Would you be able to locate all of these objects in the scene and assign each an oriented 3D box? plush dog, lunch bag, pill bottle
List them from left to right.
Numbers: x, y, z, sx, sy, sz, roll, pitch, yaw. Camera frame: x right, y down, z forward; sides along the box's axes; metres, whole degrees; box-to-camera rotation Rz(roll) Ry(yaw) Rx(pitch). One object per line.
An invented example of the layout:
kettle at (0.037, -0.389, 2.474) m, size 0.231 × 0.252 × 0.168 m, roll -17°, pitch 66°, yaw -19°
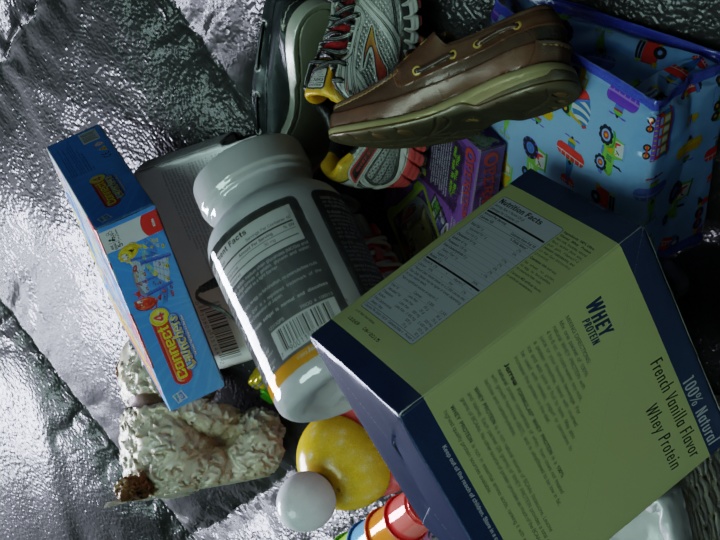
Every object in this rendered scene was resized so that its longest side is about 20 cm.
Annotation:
plush dog at (-0.192, 0.135, 1.477) m, size 0.199 × 0.160 × 0.173 m, roll -19°, pitch 77°, yaw 43°
pill bottle at (-0.048, 0.004, 1.135) m, size 0.117 × 0.116 × 0.201 m, roll -51°, pitch 57°, yaw 45°
lunch bag at (0.151, -0.106, 1.076) m, size 0.199 × 0.094 × 0.152 m, roll 31°, pitch 135°, yaw 35°

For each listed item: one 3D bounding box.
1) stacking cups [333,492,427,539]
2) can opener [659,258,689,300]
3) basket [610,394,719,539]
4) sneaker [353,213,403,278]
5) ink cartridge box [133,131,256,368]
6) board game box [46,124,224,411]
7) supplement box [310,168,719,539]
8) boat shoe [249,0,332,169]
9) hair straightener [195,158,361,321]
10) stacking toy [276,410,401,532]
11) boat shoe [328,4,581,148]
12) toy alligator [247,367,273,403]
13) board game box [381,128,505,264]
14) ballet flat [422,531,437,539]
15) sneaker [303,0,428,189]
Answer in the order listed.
stacking cups at (0.015, 0.256, 1.403) m, size 0.061 × 0.060 × 0.200 m, roll 47°, pitch 145°, yaw 5°
can opener at (0.171, 0.046, 1.170) m, size 0.067 × 0.053 × 0.200 m, roll 53°, pitch 136°, yaw -1°
basket at (0.202, 0.208, 1.170) m, size 0.197 × 0.161 × 0.201 m, roll 1°, pitch 118°, yaw 39°
sneaker at (0.000, 0.000, 1.225) m, size 0.200 × 0.073 × 0.088 m, roll 19°, pitch 107°, yaw 54°
ink cartridge box at (-0.087, -0.027, 1.343) m, size 0.175 × 0.045 × 0.201 m, roll -16°, pitch 108°, yaw 17°
board game box at (-0.206, -0.006, 1.355) m, size 0.200 × 0.056 × 0.197 m, roll 47°, pitch 158°, yaw 56°
supplement box at (0.111, 0.079, 1.016) m, size 0.134 × 0.199 × 0.201 m, roll 37°, pitch 161°, yaw 56°
boat shoe at (-0.061, -0.144, 1.227) m, size 0.066 × 0.074 × 0.200 m, roll 37°, pitch 144°, yaw 31°
hair straightener at (-0.073, -0.013, 1.248) m, size 0.199 × 0.041 × 0.077 m, roll -34°, pitch 48°, yaw 33°
stacking toy at (-0.010, 0.156, 1.282) m, size 0.145 × 0.200 × 0.147 m, roll 20°, pitch 128°, yaw 29°
boat shoe at (0.062, -0.132, 1.047) m, size 0.199 × 0.072 × 0.068 m, roll -13°, pitch 77°, yaw 36°
toy alligator at (-0.058, 0.095, 1.352) m, size 0.059 × 0.054 × 0.200 m, roll 34°, pitch 169°, yaw -7°
board game box at (0.060, -0.042, 1.190) m, size 0.120 × 0.032 × 0.201 m, roll 53°, pitch 147°, yaw 44°
ballet flat at (0.118, 0.290, 1.354) m, size 0.199 × 0.071 × 0.069 m, roll 35°, pitch 134°, yaw 18°
sneaker at (-0.001, -0.160, 1.132) m, size 0.078 × 0.082 × 0.202 m, roll 1°, pitch 99°, yaw 59°
